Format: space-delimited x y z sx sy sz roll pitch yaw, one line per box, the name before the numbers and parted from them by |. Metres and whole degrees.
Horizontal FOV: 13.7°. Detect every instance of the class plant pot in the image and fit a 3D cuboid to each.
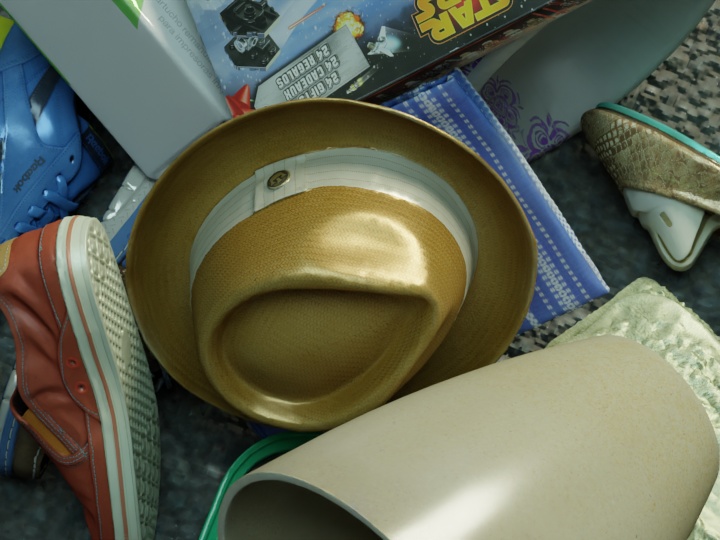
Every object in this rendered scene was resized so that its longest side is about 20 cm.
plant pot | 0.069 0.121 1.394 0.200 0.188 0.187 -35 69 -31

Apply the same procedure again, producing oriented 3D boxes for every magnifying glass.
magnifying glass | -0.073 0.158 1.476 0.200 0.022 0.080 -42 86 -16

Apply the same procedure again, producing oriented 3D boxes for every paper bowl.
paper bowl | 0.083 -0.142 1.516 0.200 0.201 0.104 -31 73 -14

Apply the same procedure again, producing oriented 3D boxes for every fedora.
fedora | -0.016 0.016 1.411 0.200 0.201 0.082 3 33 1

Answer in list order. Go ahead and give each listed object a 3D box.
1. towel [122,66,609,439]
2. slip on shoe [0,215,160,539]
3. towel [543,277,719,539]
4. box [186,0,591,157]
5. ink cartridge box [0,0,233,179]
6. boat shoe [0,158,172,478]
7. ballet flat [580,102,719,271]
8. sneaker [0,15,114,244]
towel | 0.000 0.000 1.459 0.200 0.145 0.024 -27 25 21
slip on shoe | -0.136 0.065 1.444 0.061 0.200 0.074 -6 31 10
towel | 0.160 0.107 1.495 0.148 0.037 0.200 -40 71 -16
box | 0.010 -0.155 1.417 0.200 0.040 0.137 -25 80 22
ink cartridge box | -0.077 -0.166 1.539 0.146 0.084 0.200 49 51 -6
boat shoe | -0.118 0.025 1.514 0.072 0.072 0.200 27 71 4
ballet flat | 0.194 -0.020 1.540 0.200 0.071 0.065 25 82 15
sneaker | -0.175 -0.042 1.548 0.078 0.066 0.201 11 65 6
